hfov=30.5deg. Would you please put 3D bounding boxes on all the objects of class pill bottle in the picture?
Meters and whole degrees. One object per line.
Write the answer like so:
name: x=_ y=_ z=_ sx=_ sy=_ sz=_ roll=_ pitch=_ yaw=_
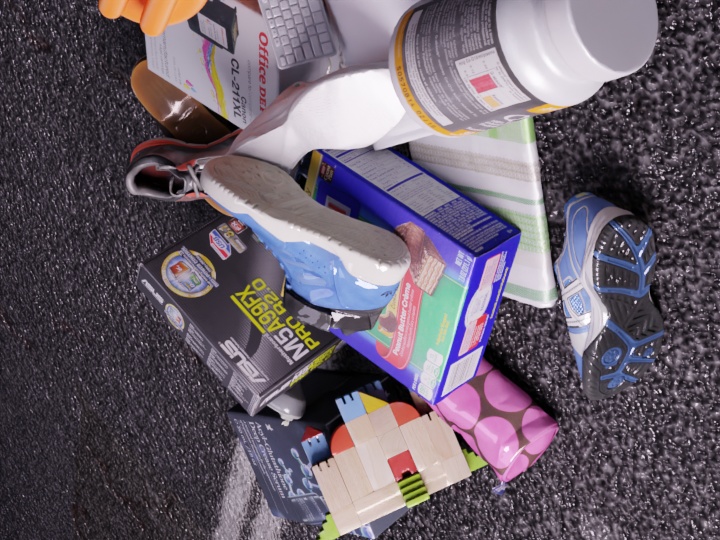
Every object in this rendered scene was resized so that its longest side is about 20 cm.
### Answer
pill bottle: x=0.120 y=-0.173 z=1.002 sx=0.199 sy=0.116 sz=0.117 roll=-9 pitch=111 yaw=54

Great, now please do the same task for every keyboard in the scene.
keyboard: x=-0.075 y=-0.280 z=1.168 sx=0.011 sy=0.056 sz=0.203 roll=152 pitch=101 yaw=-80

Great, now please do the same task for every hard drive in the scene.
hard drive: x=0.025 y=-0.213 z=1.143 sx=0.131 sy=0.027 sz=0.202 roll=-9 pitch=103 yaw=53

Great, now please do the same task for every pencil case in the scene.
pencil case: x=0.099 y=0.118 z=1.305 sx=0.200 sy=0.091 sz=0.094 roll=46 pitch=180 yaw=18

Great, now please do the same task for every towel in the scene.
towel: x=0.109 y=-0.073 z=1.185 sx=0.148 sy=0.031 sz=0.202 roll=16 pitch=127 yaw=41

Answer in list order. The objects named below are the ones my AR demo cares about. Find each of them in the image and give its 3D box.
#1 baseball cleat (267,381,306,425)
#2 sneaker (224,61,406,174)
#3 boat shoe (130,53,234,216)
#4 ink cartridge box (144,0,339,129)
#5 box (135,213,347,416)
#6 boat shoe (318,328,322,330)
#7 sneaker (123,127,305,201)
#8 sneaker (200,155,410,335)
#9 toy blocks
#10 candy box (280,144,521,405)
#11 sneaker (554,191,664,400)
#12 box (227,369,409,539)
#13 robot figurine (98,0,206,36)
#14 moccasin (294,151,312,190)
baseball cleat: x=-0.103 y=0.080 z=1.481 sx=0.107 sy=0.069 sz=0.200 roll=-59 pitch=41 yaw=12
sneaker: x=-0.038 y=-0.145 z=1.172 sx=0.198 sy=0.089 sz=0.075 roll=-23 pitch=122 yaw=28
boat shoe: x=-0.176 y=-0.152 z=1.441 sx=0.201 sy=0.070 sz=0.070 roll=58 pitch=-177 yaw=-15
ink cartridge box: x=-0.118 y=-0.230 z=1.282 sx=0.199 sy=0.082 sz=0.147 roll=34 pitch=140 yaw=30
box: x=-0.121 y=0.036 z=1.438 sx=0.200 sy=0.160 sz=0.044 roll=47 pitch=144 yaw=15
boat shoe: x=0.000 y=0.000 z=1.345 sx=0.074 sy=0.060 sz=0.200 roll=53 pitch=146 yaw=7
sneaker: x=-0.153 y=-0.098 z=1.372 sx=0.197 sy=0.082 sz=0.078 roll=-6 pitch=114 yaw=14
sneaker: x=-0.062 y=-0.014 z=1.166 sx=0.198 sy=0.077 sz=0.112 roll=26 pitch=126 yaw=0
toy blocks: x=0.019 y=0.177 z=1.371 sx=0.100 sy=0.198 sz=0.138 roll=125 pitch=121 yaw=-86
candy box: x=0.031 y=-0.006 z=1.218 sx=0.199 sy=0.077 sz=0.171 roll=35 pitch=129 yaw=29
sneaker: x=0.206 y=0.022 z=1.113 sx=0.077 sy=0.075 sz=0.202 roll=-129 pitch=27 yaw=-48
box: x=-0.037 y=0.205 z=1.522 sx=0.199 sy=0.107 sz=0.150 roll=-2 pitch=116 yaw=51
robot figurine: x=-0.176 y=-0.300 z=1.170 sx=0.142 sy=0.202 sz=0.117 roll=-4 pitch=138 yaw=16
moccasin: x=-0.062 y=-0.056 z=1.369 sx=0.080 sy=0.068 sz=0.201 roll=39 pitch=143 yaw=23
